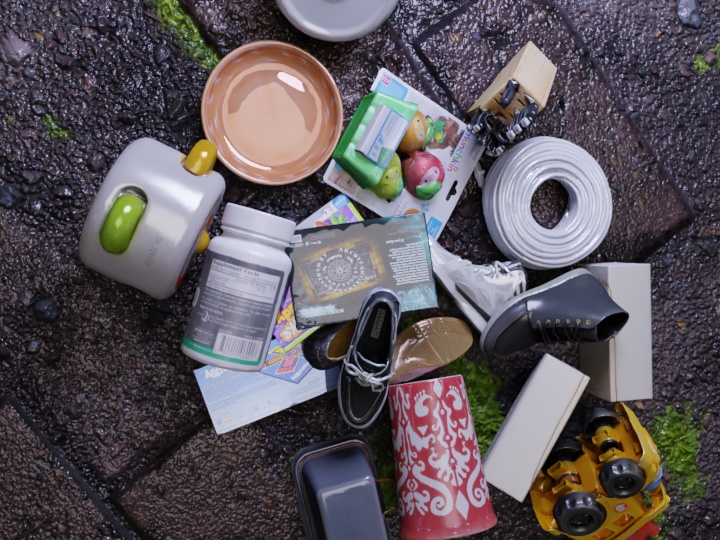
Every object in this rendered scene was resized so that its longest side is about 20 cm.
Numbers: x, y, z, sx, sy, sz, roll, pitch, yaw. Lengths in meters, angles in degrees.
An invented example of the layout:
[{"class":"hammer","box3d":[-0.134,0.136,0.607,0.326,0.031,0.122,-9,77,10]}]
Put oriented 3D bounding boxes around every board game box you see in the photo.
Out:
[{"class":"board game box","box3d":[0.000,0.000,0.995,0.198,0.028,0.136,-8,87,-3]},{"class":"board game box","box3d":[-0.065,0.003,1.032,0.200,0.045,0.135,-37,89,-8]},{"class":"board game box","box3d":[-0.131,0.154,1.049,0.199,0.019,0.104,-20,96,-9]}]

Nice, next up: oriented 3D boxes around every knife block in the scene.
[{"class":"knife block","box3d":[0.228,-0.250,1.023,0.064,0.176,0.200,42,84,-10]}]

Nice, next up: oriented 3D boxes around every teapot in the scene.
[{"class":"teapot","box3d":[-0.035,-0.421,0.989,0.197,0.147,0.200,-34,120,24]}]

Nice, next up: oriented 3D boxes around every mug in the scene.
[{"class":"mug","box3d":[0.090,0.256,1.008,0.133,0.177,0.202,-2,79,-39]}]

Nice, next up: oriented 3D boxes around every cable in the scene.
[{"class":"cable","box3d":[0.283,-0.102,1.092,0.199,0.069,0.202,-13,94,-10]}]

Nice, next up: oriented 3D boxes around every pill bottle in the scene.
[{"class":"pill bottle","box3d":[-0.154,0.022,0.941,0.112,0.113,0.201,16,90,-11]}]

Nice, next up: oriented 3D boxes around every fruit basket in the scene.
[{"class":"fruit basket","box3d":[0.071,-0.160,1.040,0.199,0.094,0.186,30,86,-14]}]

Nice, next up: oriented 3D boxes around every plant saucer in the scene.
[{"class":"plant saucer","box3d":[-0.125,-0.221,1.028,0.199,0.037,0.202,0,91,-10]}]

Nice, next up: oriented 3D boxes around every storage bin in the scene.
[{"class":"storage bin","box3d":[-0.006,0.352,1.021,0.144,0.134,0.202,-13,95,-10]}]

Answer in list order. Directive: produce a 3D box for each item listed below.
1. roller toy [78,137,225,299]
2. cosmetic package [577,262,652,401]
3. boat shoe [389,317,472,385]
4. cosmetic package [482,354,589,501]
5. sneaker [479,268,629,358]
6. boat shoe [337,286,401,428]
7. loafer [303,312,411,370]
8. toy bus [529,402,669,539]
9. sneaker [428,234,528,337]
[{"class":"roller toy","box3d":[-0.259,-0.065,0.935,0.139,0.183,0.201,26,54,-9]},{"class":"cosmetic package","box3d":[0.386,0.089,1.102,0.073,0.104,0.202,-3,92,-10]},{"class":"boat shoe","box3d":[0.069,0.125,1.063,0.199,0.069,0.071,-18,74,-18]},{"class":"cosmetic package","box3d":[0.252,0.228,1.067,0.073,0.104,0.201,28,87,12]},{"class":"sneaker","box3d":[0.272,0.079,1.025,0.199,0.106,0.075,-32,128,-3]},{"class":"boat shoe","box3d":[0.013,0.124,0.955,0.073,0.068,0.201,18,105,0]},{"class":"loafer","box3d":[0.014,0.078,1.039,0.200,0.072,0.073,-37,100,-19]},{"class":"toy bus","box3d":[0.382,0.324,1.070,0.191,0.136,0.200,34,115,-15]},{"class":"sneaker","box3d":[0.170,-0.001,1.065,0.115,0.076,0.201,-40,108,4]}]
